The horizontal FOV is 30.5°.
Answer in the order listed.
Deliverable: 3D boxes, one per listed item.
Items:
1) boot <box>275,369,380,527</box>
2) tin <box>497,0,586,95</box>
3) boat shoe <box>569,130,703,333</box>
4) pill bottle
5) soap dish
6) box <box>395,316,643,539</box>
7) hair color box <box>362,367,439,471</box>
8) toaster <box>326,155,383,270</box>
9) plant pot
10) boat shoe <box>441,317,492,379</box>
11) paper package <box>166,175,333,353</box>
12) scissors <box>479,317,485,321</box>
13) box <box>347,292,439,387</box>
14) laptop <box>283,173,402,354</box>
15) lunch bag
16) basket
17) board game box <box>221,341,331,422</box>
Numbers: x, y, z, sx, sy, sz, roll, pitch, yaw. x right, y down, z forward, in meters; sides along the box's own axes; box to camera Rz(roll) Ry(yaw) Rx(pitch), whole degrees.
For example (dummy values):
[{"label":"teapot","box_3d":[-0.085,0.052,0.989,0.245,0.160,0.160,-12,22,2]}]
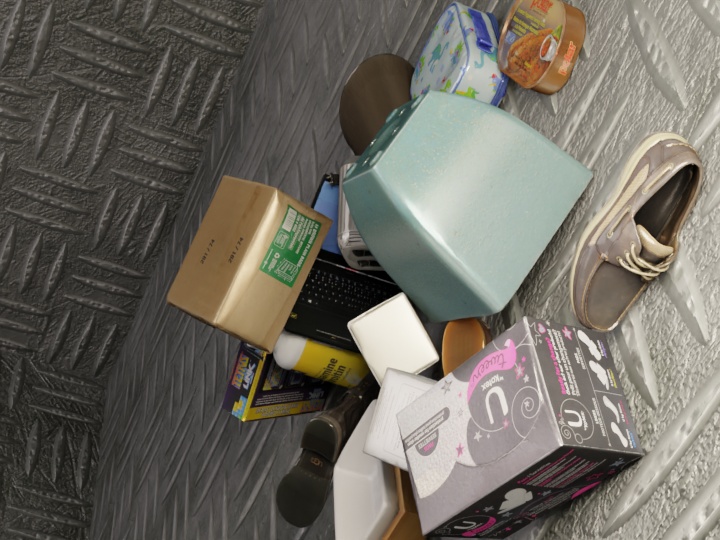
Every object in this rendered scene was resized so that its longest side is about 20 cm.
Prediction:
[{"label":"boot","box_3d":[-0.031,0.242,1.812,0.174,0.069,0.202,-35,-29,-59]},{"label":"tin","box_3d":[0.222,-0.284,1.631,0.200,0.041,0.114,-117,42,-66]},{"label":"boat shoe","box_3d":[0.255,-0.030,1.228,0.073,0.073,0.203,-119,47,-67]},{"label":"pill bottle","box_3d":[-0.057,0.096,1.874,0.112,0.197,0.114,-163,90,-73]},{"label":"soap dish","box_3d":[0.029,0.277,1.635,0.201,0.080,0.158,-96,28,-51]},{"label":"box","box_3d":[0.141,0.151,1.233,0.200,0.114,0.134,-40,52,39]},{"label":"hair color box","box_3d":[0.099,0.178,1.411,0.199,0.060,0.101,15,88,47]},{"label":"toaster","box_3d":[0.043,-0.076,1.754,0.114,0.196,0.131,66,-154,-65]},{"label":"plant pot","box_3d":[0.097,-0.086,1.466,0.197,0.200,0.196,-53,12,-16]},{"label":"boat shoe","box_3d":[0.121,0.155,1.499,0.070,0.069,0.203,40,-121,-65]},{"label":"paper package","box_3d":[-0.153,-0.011,1.791,0.190,0.103,0.202,18,82,59]},{"label":"scissors","box_3d":[0.122,0.141,1.593,0.073,0.014,0.202,-105,37,-64]},{"label":"box","box_3d":[0.044,0.087,1.601,0.077,0.096,0.200,-29,-4,2]},{"label":"laptop","box_3d":[0.000,0.000,1.824,0.103,0.175,0.203,129,153,-51]},{"label":"lunch bag","box_3d":[0.136,-0.264,1.803,0.201,0.081,0.162,-98,29,-53]},{"label":"basket","box_3d":[0.052,-0.191,1.918,0.201,0.134,0.183,-110,16,-56]},{"label":"board game box","box_3d":[-0.110,0.138,2.018,0.056,0.199,0.168,27,104,32]}]
